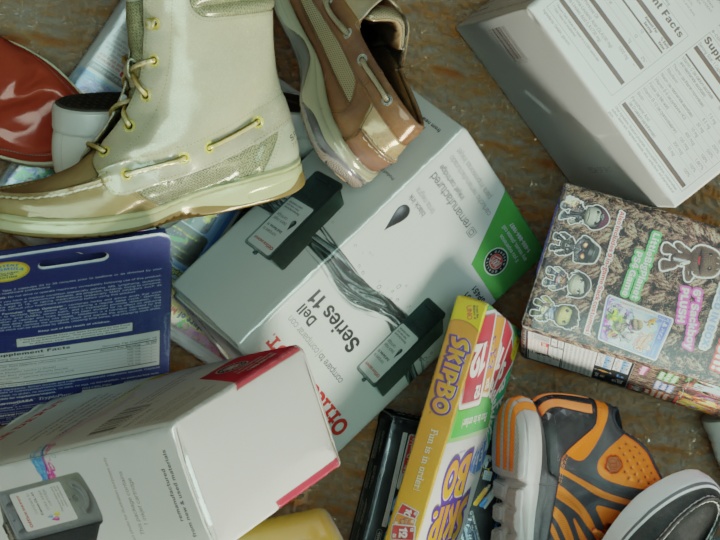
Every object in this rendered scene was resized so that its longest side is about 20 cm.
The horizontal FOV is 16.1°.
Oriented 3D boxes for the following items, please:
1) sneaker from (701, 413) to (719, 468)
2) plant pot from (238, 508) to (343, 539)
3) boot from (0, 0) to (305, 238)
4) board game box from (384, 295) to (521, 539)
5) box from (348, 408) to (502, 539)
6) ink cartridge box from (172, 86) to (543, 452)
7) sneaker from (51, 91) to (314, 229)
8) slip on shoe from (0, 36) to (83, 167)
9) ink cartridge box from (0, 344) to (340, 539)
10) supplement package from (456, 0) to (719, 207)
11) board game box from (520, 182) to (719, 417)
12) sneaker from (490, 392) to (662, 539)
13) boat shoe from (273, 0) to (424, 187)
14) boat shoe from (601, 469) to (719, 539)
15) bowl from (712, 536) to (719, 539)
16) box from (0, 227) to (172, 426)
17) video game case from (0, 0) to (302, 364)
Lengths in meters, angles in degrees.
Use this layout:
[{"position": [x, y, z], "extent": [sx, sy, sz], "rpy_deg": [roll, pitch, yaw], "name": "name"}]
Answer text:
[{"position": [0.343, 0.122, 1.735], "extent": [0.200, 0.074, 0.116], "rpy_deg": [-18, 97, 0], "name": "sneaker"}, {"position": [-0.084, 0.243, 1.582], "extent": [0.189, 0.201, 0.201], "rpy_deg": [-21, 95, -7], "name": "plant pot"}, {"position": [-0.136, -0.104, 1.520], "extent": [0.200, 0.072, 0.155], "rpy_deg": [-12, 107, -20], "name": "boot"}, {"position": [0.054, 0.122, 1.616], "extent": [0.030, 0.096, 0.200], "rpy_deg": [17, 83, 20], "name": "board game box"}, {"position": [0.068, 0.206, 1.693], "extent": [0.159, 0.046, 0.200], "rpy_deg": [14, 89, -11], "name": "box"}, {"position": [0.000, 0.000, 1.623], "extent": [0.200, 0.083, 0.147], "rpy_deg": [-44, 137, -6], "name": "ink cartridge box"}, {"position": [-0.099, -0.070, 1.618], "extent": [0.200, 0.073, 0.085], "rpy_deg": [-3, 107, -19], "name": "sneaker"}, {"position": [-0.256, -0.131, 1.605], "extent": [0.200, 0.061, 0.074], "rpy_deg": [35, 84, -4], "name": "slip on shoe"}, {"position": [-0.136, 0.119, 1.521], "extent": [0.200, 0.148, 0.086], "rpy_deg": [-15, 100, 34], "name": "ink cartridge box"}, {"position": [0.168, -0.134, 1.623], "extent": [0.111, 0.200, 0.156], "rpy_deg": [-38, 98, -8], "name": "supplement package"}, {"position": [0.210, 0.030, 1.629], "extent": [0.200, 0.159, 0.097], "rpy_deg": [17, 83, 5], "name": "board game box"}, {"position": [0.143, 0.180, 1.645], "extent": [0.112, 0.078, 0.200], "rpy_deg": [2, 96, -17], "name": "sneaker"}, {"position": [-0.003, -0.145, 1.580], "extent": [0.072, 0.076, 0.200], "rpy_deg": [-29, 58, 21], "name": "boat shoe"}, {"position": [0.167, 0.210, 1.592], "extent": [0.200, 0.066, 0.070], "rpy_deg": [-41, 130, -16], "name": "boat shoe"}, {"position": [0.250, 0.255, 1.683], "extent": [0.201, 0.105, 0.201], "rpy_deg": [-9, 112, -24], "name": "bowl"}, {"position": [-0.177, 0.029, 1.574], "extent": [0.121, 0.200, 0.032], "rpy_deg": [-8, 60, -11], "name": "box"}, {"position": [-0.115, -0.058, 1.662], "extent": [0.200, 0.024, 0.182], "rpy_deg": [34, 86, -11], "name": "video game case"}]
